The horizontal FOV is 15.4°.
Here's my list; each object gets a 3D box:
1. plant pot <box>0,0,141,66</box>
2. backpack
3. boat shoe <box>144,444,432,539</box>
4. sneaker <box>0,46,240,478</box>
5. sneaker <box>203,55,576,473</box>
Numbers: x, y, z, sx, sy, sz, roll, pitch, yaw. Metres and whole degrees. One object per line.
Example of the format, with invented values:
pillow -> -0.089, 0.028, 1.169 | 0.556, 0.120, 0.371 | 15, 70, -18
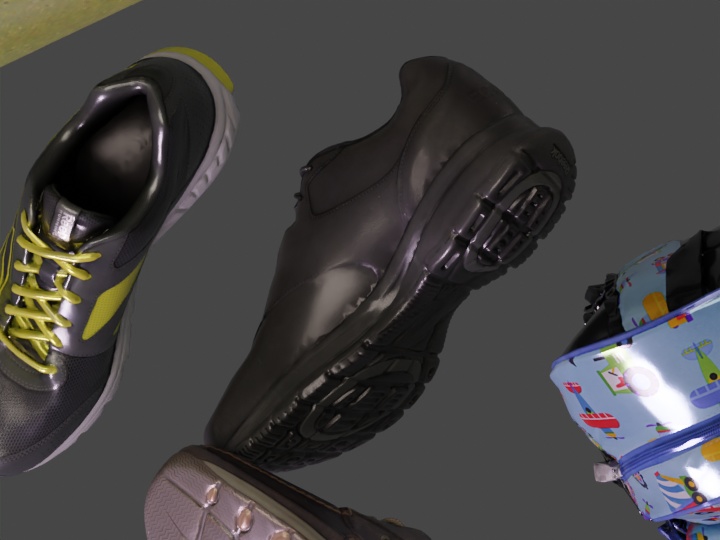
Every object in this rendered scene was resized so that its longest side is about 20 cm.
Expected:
plant pot -> -0.145, -0.165, 1.072 | 0.183, 0.200, 0.201 | -17, 86, 0
backpack -> 0.165, 0.037, 0.981 | 0.182, 0.200, 0.135 | -24, 85, 11
boat shoe -> -0.001, 0.139, 1.080 | 0.200, 0.073, 0.075 | 40, 119, -2
sneaker -> -0.125, -0.006, 1.107 | 0.074, 0.085, 0.201 | 28, 96, 12
sneaker -> 0.000, 0.000, 1.092 | 0.200, 0.076, 0.091 | -49, 61, 12
